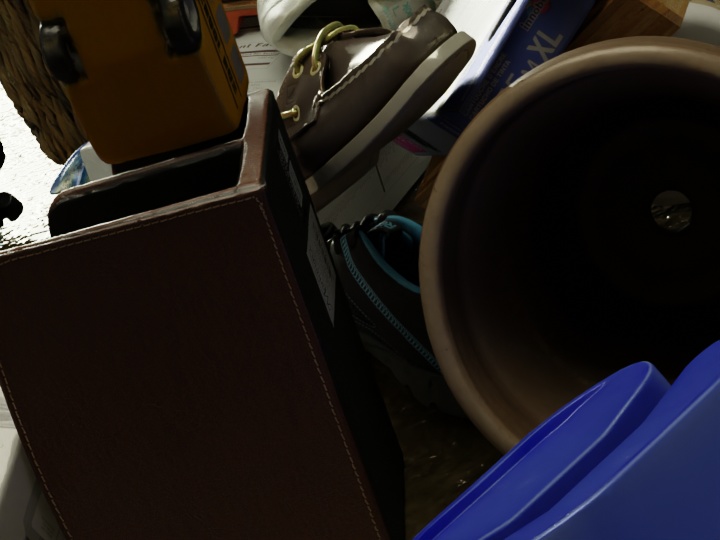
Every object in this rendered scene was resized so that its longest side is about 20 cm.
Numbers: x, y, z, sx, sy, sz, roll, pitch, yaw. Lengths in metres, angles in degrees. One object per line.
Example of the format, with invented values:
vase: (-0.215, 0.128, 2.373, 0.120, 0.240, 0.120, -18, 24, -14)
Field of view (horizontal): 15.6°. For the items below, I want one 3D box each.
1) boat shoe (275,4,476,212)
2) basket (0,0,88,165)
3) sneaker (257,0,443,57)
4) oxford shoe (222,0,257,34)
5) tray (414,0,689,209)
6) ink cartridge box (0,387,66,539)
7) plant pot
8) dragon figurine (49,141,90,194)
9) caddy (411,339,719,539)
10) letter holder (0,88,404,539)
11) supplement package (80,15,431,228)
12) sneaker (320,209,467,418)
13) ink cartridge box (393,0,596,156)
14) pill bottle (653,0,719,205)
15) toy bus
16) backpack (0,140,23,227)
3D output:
boat shoe: (-0.010, -0.075, 1.189, 0.072, 0.060, 0.200, -37, -2, -26)
basket: (-0.155, -0.179, 1.642, 0.142, 0.201, 0.149, 10, 41, 47)
sneaker: (0.040, -0.151, 1.383, 0.199, 0.071, 0.080, -14, 31, 10)
oxford shoe: (-0.036, -0.182, 1.458, 0.199, 0.073, 0.071, -13, 24, 7)
tray: (0.100, -0.109, 1.289, 0.200, 0.037, 0.099, -46, 16, 50)
ink cartridge box: (-0.203, 0.097, 1.188, 0.146, 0.083, 0.201, 1, 56, 21)
plant pot: (0.136, -0.011, 1.178, 0.199, 0.201, 0.175, -12, 8, 14)
dragon figurine: (-0.133, -0.042, 1.480, 0.059, 0.100, 0.200, -2, 31, 31)
caddy: (0.108, 0.114, 1.023, 0.200, 0.105, 0.141, -39, 10, -33)
letter holder: (-0.076, 0.045, 1.164, 0.141, 0.201, 0.101, -16, 27, 8)
supplement package: (-0.048, -0.070, 1.460, 0.109, 0.114, 0.200, -2, 29, 30)
sneaker: (0.000, 0.000, 1.287, 0.199, 0.082, 0.073, 18, 40, 30)
ink cartridge box: (0.066, -0.113, 1.249, 0.120, 0.042, 0.200, -58, 8, -5)
pill bottle: (0.152, -0.125, 1.431, 0.111, 0.111, 0.200, -18, 27, 3)
toy bus: (-0.108, -0.144, 1.092, 0.065, 0.201, 0.078, -13, 27, 13)
backpack: (-0.312, -0.034, 1.556, 0.166, 0.127, 0.200, -6, 32, 18)
